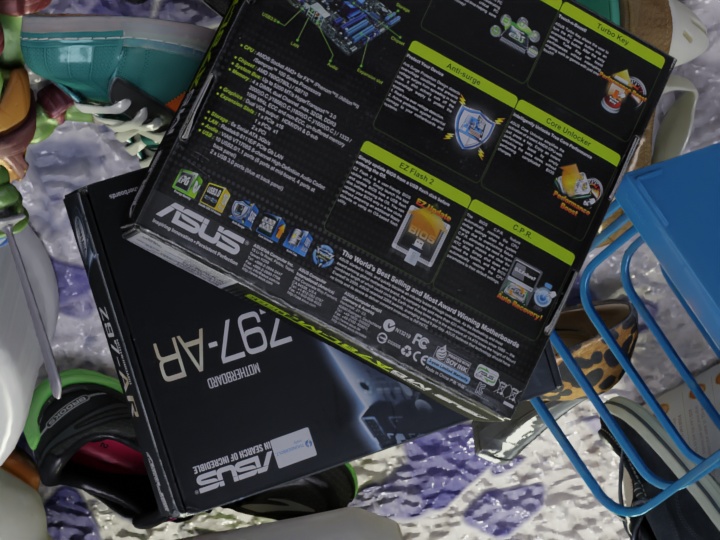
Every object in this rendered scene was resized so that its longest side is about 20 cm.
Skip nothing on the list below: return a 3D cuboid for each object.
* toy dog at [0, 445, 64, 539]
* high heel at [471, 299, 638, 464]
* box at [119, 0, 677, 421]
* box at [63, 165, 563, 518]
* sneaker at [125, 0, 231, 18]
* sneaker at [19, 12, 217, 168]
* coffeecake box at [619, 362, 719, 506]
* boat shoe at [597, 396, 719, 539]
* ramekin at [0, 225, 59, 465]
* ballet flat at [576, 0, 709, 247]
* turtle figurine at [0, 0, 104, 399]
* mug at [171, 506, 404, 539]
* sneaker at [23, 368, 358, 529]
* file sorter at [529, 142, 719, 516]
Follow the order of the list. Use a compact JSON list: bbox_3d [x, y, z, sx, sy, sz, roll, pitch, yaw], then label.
[{"bbox_3d":[-0.206,0.201,1.485,0.139,0.200,0.194,-33,174,-18],"label":"toy dog"},{"bbox_3d":[0.051,0.041,1.412,0.199,0.072,0.143,15,136,-34],"label":"high heel"},{"bbox_3d":[0.019,-0.058,1.180,0.199,0.194,0.048,27,168,-12],"label":"box"},{"bbox_3d":[-0.022,0.011,1.211,0.199,0.044,0.161,-17,92,-16],"label":"box"},{"bbox_3d":[-0.073,-0.151,1.230,0.075,0.114,0.200,-27,125,20],"label":"sneaker"},{"bbox_3d":[-0.085,-0.074,1.239,0.071,0.080,0.200,7,176,43],"label":"sneaker"},{"bbox_3d":[0.249,0.110,1.425,0.200,0.154,0.073,-31,124,23],"label":"coffeecake box"},{"bbox_3d":[0.167,0.132,1.357,0.062,0.200,0.075,-43,125,6],"label":"boat shoe"},{"bbox_3d":[-0.268,0.042,1.398,0.200,0.098,0.201,0,130,0],"label":"ramekin"},{"bbox_3d":[0.141,-0.096,1.319,0.072,0.068,0.201,-13,132,-16],"label":"ballet flat"},{"bbox_3d":[-0.150,-0.082,1.272,0.144,0.200,0.195,-23,131,-27],"label":"turtle figurine"},{"bbox_3d":[-0.041,0.195,1.469,0.153,0.187,0.150,-19,128,0],"label":"mug"},{"bbox_3d":[-0.099,0.119,1.471,0.199,0.084,0.077,12,130,-14],"label":"sneaker"},{"bbox_3d":[0.180,0.024,1.305,0.123,0.200,0.139,-40,77,34],"label":"file sorter"}]
